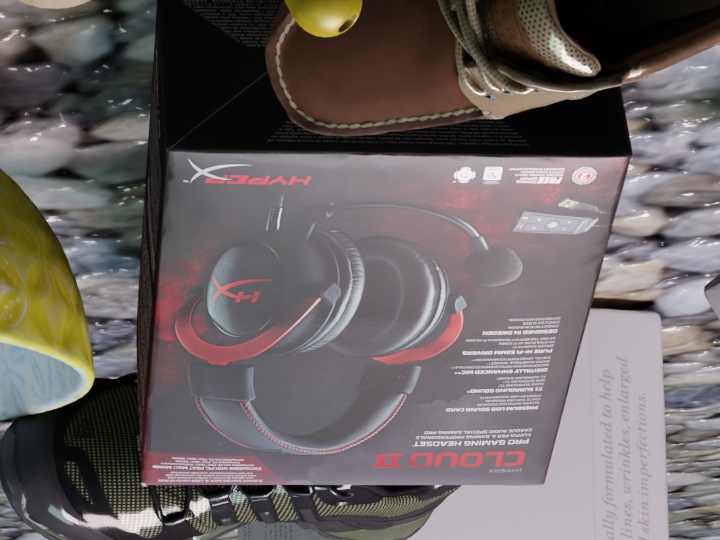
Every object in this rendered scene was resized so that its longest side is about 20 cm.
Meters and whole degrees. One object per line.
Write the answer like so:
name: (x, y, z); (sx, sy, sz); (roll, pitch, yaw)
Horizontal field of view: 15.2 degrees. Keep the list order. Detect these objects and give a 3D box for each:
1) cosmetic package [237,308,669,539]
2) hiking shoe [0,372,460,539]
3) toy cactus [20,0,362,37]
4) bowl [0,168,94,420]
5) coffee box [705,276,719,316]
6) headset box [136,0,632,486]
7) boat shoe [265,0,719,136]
cosmetic package: (0.041, 0.114, 1.356); (0.164, 0.166, 0.200); (3, 167, -19)
hiking shoe: (-0.038, 0.062, 1.030); (0.199, 0.076, 0.101); (0, 155, -33)
toy cactus: (-0.078, -0.089, 0.702); (0.199, 0.103, 0.165); (-9, 177, -4)
bowl: (-0.192, -0.012, 0.939); (0.199, 0.108, 0.200); (-2, 166, 0)
coffee box: (0.223, -0.010, 0.917); (0.114, 0.080, 0.200); (-33, -179, -26)
headset box: (0.000, 0.000, 0.916); (0.148, 0.075, 0.200); (1, 140, -8)
boat shoe: (0.050, -0.080, 0.715); (0.200, 0.076, 0.072); (-21, -167, 34)
